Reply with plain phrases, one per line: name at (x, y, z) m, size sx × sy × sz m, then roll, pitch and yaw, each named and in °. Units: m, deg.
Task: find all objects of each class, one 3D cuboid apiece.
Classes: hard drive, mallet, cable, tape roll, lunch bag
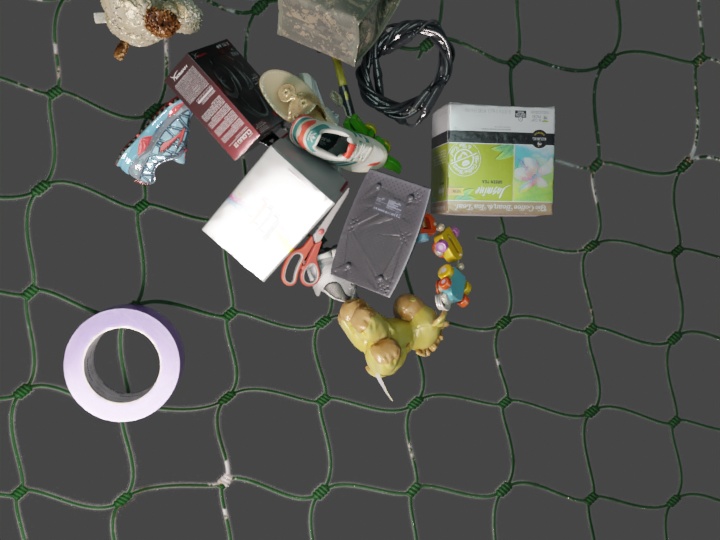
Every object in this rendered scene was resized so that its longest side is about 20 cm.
hard drive at (0.038, -0.065, 1.406) m, size 0.135 × 0.042 × 0.200 m, roll 21°, pitch 91°, yaw 21°
mallet at (-0.025, -0.353, 1.484) m, size 0.066 × 0.041 × 0.200 m, roll -23°, pitch 100°, yaw -8°
cable at (0.086, -0.379, 1.492) m, size 0.163 × 0.051 × 0.200 m, roll 29°, pitch 92°, yaw -2°
tape roll at (-0.419, 0.163, 1.433) m, size 0.199 × 0.085 × 0.201 m, roll 0°, pitch 92°, yaw -7°
lunch bag at (-0.031, -0.477, 1.412) m, size 0.164 × 0.118 × 0.200 m, roll 25°, pitch 57°, yaw 12°

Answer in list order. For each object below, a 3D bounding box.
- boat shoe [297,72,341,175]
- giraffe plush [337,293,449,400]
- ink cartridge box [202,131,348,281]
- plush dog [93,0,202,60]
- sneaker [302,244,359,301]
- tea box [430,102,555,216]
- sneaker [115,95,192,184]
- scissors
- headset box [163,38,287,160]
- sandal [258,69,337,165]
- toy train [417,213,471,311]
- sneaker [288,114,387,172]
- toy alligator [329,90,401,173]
boat shoe at (-0.075, -0.261, 1.470) m, size 0.071 × 0.070 × 0.201 m, roll -10°, pitch 93°, yaw -25°
giraffe plush at (0.075, 0.111, 1.459) m, size 0.162 × 0.173 × 0.200 m, roll -32°, pitch 110°, yaw -12°
ink cartridge box at (-0.146, -0.113, 1.392) m, size 0.145 × 0.145 × 0.200 m, roll 42°, pitch 111°, yaw -8°
plush dog at (-0.387, -0.444, 1.363) m, size 0.200 × 0.172 × 0.161 m, roll 35°, pitch 89°, yaw -8°
sneaker at (0.000, 0.000, 1.489) m, size 0.199 × 0.075 × 0.116 m, roll -15°, pitch 99°, yaw 4°
tea box at (0.239, -0.198, 1.471) m, size 0.199 × 0.134 × 0.197 m, roll 0°, pitch 94°, yaw -8°
sneaker at (-0.340, -0.237, 1.439) m, size 0.200 × 0.079 × 0.096 m, roll -45°, pitch 110°, yaw 4°
scissors at (-0.082, -0.061, 1.424) m, size 0.073 × 0.014 × 0.200 m, roll 16°, pitch 104°, yaw -20°
headset box at (-0.219, -0.292, 1.397) m, size 0.077 × 0.149 × 0.200 m, roll -39°, pitch 96°, yaw 30°
sandal at (-0.083, -0.271, 1.391) m, size 0.078 × 0.070 × 0.212 m, roll -47°, pitch 107°, yaw -14°
toy train at (0.134, -0.020, 1.476) m, size 0.150 × 0.056 × 0.201 m, roll -5°, pitch 78°, yaw -50°
sneaker at (-0.023, -0.203, 1.366) m, size 0.199 × 0.093 × 0.070 m, roll 16°, pitch 105°, yaw -37°
toy alligator at (-0.003, -0.243, 1.469) m, size 0.054 × 0.059 × 0.200 m, roll -27°, pitch 119°, yaw 36°
